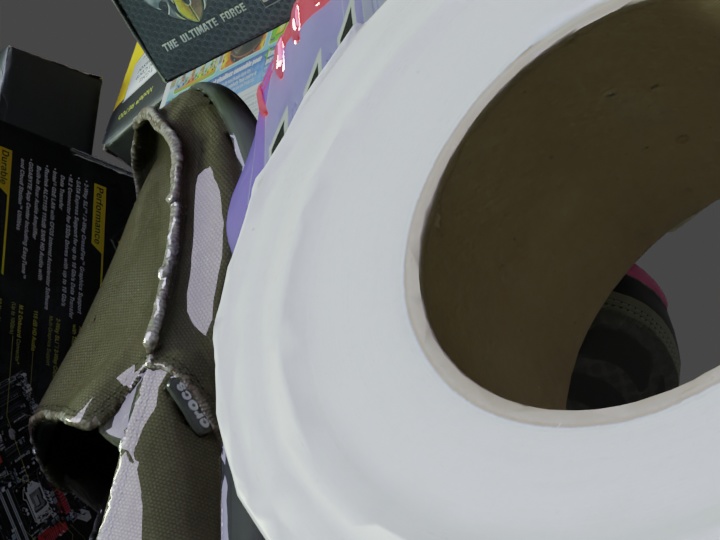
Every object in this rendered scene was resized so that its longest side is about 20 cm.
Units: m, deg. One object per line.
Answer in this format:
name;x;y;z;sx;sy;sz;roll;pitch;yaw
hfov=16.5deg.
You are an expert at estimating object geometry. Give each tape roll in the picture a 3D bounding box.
tape roll;0.070;0.002;0.501;0.201;0.071;0.204;-21;46;24

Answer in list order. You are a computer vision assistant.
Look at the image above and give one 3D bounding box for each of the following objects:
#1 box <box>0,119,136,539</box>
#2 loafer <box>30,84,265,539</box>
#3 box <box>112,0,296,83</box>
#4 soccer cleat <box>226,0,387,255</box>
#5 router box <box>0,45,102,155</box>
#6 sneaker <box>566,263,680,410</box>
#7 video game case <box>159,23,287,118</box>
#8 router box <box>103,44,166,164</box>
box;-0.125;0.042;0.768;0.049;0.159;0.201;-37;42;40
loafer;-0.059;0.034;0.719;0.075;0.069;0.201;109;162;-59
box;0.036;-0.136;0.717;0.199;0.051;0.158;-22;15;44
soccer cleat;0.012;-0.070;0.619;0.200;0.076;0.067;-44;19;42
router box;-0.176;0.024;1.058;0.149;0.051;0.201;-26;53;52
sneaker;0.017;0.089;0.582;0.200;0.074;0.087;-54;24;3
video game case;-0.028;-0.077;0.884;0.143;0.018;0.201;-20;49;52
router box;-0.016;-0.137;1.021;0.200;0.051;0.150;-37;29;40
